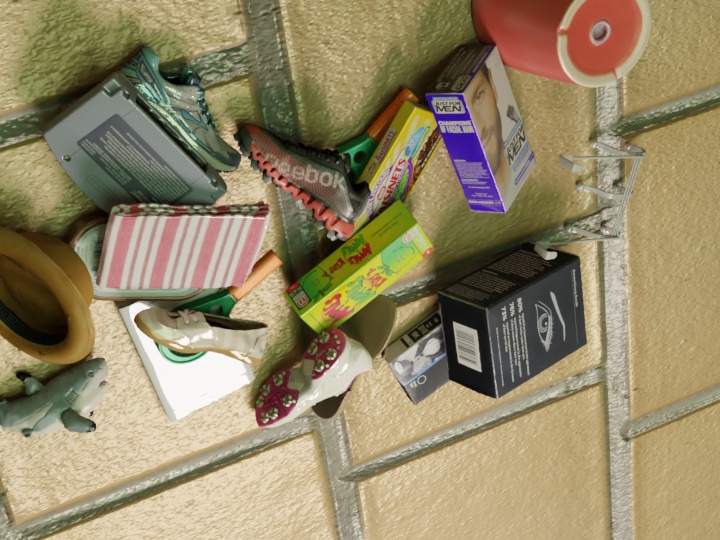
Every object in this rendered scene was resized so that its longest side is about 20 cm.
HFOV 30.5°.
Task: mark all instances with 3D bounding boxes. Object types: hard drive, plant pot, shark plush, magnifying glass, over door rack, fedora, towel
[{"bbox_3d":[-0.231,0.096,1.765,0.131,0.026,0.201,-27,125,-13],"label":"hard drive"},{"bbox_3d":[0.267,-0.331,1.701,0.199,0.177,0.202,-12,121,-21],"label":"plant pot"},{"bbox_3d":[-0.423,0.166,1.703,0.198,0.091,0.084,-6,100,-1],"label":"shark plush"},{"bbox_3d":[-0.185,0.046,1.735,0.200,0.022,0.080,-40,127,-1],"label":"magnifying glass"},{"bbox_3d":[0.324,-0.108,1.908,0.199,0.066,0.149,-13,123,-46],"label":"over door rack"},{"bbox_3d":[-0.386,0.016,1.585,0.082,0.199,0.202,-51,140,-46],"label":"fedora"},{"bbox_3d":[-0.217,-0.030,1.606,0.198,0.030,0.147,-1,142,-22],"label":"towel"},{"bbox_3d":[0.003,-0.157,1.744,0.200,0.022,0.079,-49,127,3],"label":"magnifying glass"}]

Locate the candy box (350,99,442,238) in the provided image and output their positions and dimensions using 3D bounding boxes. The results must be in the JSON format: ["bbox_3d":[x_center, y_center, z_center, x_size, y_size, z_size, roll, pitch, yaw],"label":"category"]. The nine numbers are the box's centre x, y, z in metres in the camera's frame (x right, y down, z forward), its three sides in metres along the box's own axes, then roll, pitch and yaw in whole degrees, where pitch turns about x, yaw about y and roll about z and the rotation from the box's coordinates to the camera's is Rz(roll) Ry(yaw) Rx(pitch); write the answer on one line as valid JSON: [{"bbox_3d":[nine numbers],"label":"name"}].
[{"bbox_3d":[0.043,-0.129,1.757,0.102,0.026,0.201,8,118,-54],"label":"candy box"}]

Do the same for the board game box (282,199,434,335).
[{"bbox_3d":[0.000,0.000,1.787,0.200,0.048,0.102,-39,155,1],"label":"board game box"}]

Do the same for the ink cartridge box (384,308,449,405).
[{"bbox_3d":[0.134,0.103,1.952,0.199,0.039,0.100,-37,126,-6],"label":"ink cartridge box"}]

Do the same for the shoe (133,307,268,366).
[{"bbox_3d":[-0.200,0.073,1.689,0.199,0.070,0.054,18,108,-41],"label":"shoe"}]

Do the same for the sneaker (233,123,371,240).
[{"bbox_3d":[-0.067,-0.131,1.679,0.200,0.071,0.098,39,99,-16],"label":"sneaker"}]

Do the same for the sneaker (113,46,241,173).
[{"bbox_3d":[-0.208,-0.192,1.592,0.200,0.078,0.087,36,93,-37],"label":"sneaker"}]

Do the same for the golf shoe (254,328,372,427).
[{"bbox_3d":[-0.065,0.163,1.834,0.091,0.076,0.200,23,129,-40],"label":"golf shoe"}]

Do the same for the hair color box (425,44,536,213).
[{"bbox_3d":[0.165,-0.188,1.768,0.110,0.064,0.201,-55,134,-35],"label":"hair color box"}]

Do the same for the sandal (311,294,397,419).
[{"bbox_3d":[0.000,0.117,1.886,0.069,0.077,0.213,-11,134,-60],"label":"sandal"}]

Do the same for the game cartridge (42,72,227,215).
[{"bbox_3d":[-0.270,-0.127,1.557,0.133,0.042,0.200,-29,124,23],"label":"game cartridge"}]

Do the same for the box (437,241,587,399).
[{"bbox_3d":[0.221,0.068,1.898,0.199,0.104,0.149,-25,119,-34],"label":"box"}]

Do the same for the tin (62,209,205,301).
[{"bbox_3d":[-0.275,-0.016,1.658,0.198,0.042,0.113,0,110,-22],"label":"tin"}]
